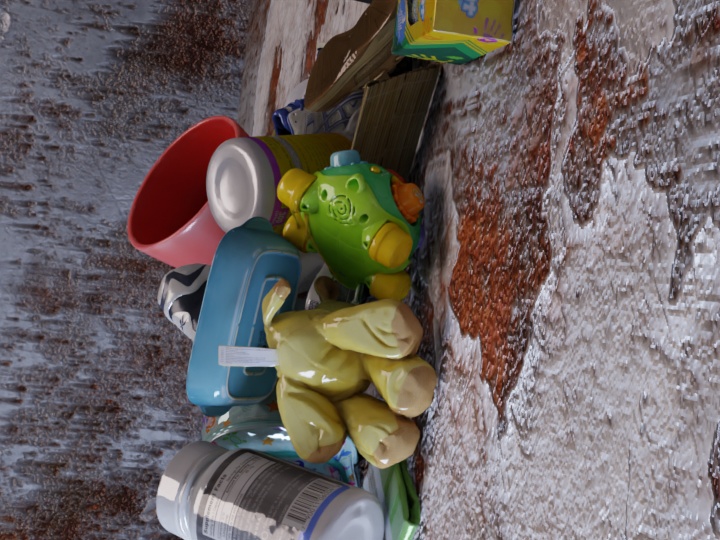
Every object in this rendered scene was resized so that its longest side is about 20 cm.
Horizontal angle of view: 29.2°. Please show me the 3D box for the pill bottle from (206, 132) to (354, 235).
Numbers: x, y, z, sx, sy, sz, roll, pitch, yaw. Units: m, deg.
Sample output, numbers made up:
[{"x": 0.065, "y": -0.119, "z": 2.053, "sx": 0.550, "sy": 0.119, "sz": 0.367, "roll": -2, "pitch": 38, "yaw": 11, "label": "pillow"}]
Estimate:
[{"x": -0.056, "y": -0.093, "z": 1.461, "sx": 0.104, "sy": 0.200, "sz": 0.104, "roll": 11, "pitch": 104, "yaw": 49, "label": "pill bottle"}]

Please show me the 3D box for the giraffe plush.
[{"x": -0.015, "y": 0.083, "z": 1.317, "sx": 0.162, "sy": 0.200, "sz": 0.173, "roll": -31, "pitch": -42, "yaw": -73, "label": "giraffe plush"}]

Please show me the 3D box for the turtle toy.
[{"x": 0.005, "y": -0.043, "z": 1.356, "sx": 0.101, "sy": 0.146, "sz": 0.200, "roll": -51, "pitch": -19, "yaw": -22, "label": "turtle toy"}]

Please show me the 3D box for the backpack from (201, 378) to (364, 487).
[{"x": -0.083, "y": 0.186, "z": 1.462, "sx": 0.200, "sy": 0.177, "sz": 0.151, "roll": 90, "pitch": -179, "yaw": -53, "label": "backpack"}]

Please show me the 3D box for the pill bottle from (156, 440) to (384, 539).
[{"x": -0.088, "y": 0.233, "z": 1.301, "sx": 0.114, "sy": 0.200, "sz": 0.114, "roll": -27, "pitch": -56, "yaw": -49, "label": "pill bottle"}]

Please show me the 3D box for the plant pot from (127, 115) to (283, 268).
[{"x": -0.160, "y": -0.064, "z": 1.724, "sx": 0.200, "sy": 0.177, "sz": 0.201, "roll": -32, "pitch": 37, "yaw": 28, "label": "plant pot"}]

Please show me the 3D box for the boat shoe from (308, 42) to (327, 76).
[{"x": -0.030, "y": -0.254, "z": 1.767, "sx": 0.200, "sy": 0.075, "sz": 0.062, "roll": -179, "pitch": 97, "yaw": -80, "label": "boat shoe"}]

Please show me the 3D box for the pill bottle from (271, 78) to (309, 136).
[{"x": -0.047, "y": -0.174, "z": 1.712, "sx": 0.200, "sy": 0.112, "sz": 0.112, "roll": 126, "pitch": 148, "yaw": -70, "label": "pill bottle"}]

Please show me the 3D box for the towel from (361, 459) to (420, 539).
[{"x": 0.022, "y": 0.265, "z": 1.346, "sx": 0.149, "sy": 0.031, "sz": 0.200, "roll": -102, "pitch": 23, "yaw": -52, "label": "towel"}]

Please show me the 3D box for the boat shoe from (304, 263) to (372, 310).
[{"x": 0.000, "y": 0.000, "z": 1.498, "sx": 0.200, "sy": 0.068, "sz": 0.072, "roll": -61, "pitch": -20, "yaw": -56, "label": "boat shoe"}]

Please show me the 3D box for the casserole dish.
[{"x": -0.107, "y": 0.049, "z": 1.332, "sx": 0.121, "sy": 0.039, "sz": 0.200, "roll": 7, "pitch": -82, "yaw": -60, "label": "casserole dish"}]

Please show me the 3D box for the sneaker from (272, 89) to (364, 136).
[{"x": -0.049, "y": -0.172, "z": 1.554, "sx": 0.075, "sy": 0.088, "sz": 0.200, "roll": 5, "pitch": 66, "yaw": 61, "label": "sneaker"}]

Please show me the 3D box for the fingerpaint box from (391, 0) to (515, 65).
[{"x": 0.086, "y": -0.290, "z": 1.198, "sx": 0.167, "sy": 0.073, "sz": 0.200, "roll": -166, "pitch": 83, "yaw": -79, "label": "fingerpaint box"}]

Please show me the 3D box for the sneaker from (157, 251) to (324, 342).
[{"x": -0.101, "y": 0.043, "z": 1.457, "sx": 0.130, "sy": 0.199, "sz": 0.080, "roll": 56, "pitch": 139, "yaw": 34, "label": "sneaker"}]

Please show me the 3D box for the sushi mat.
[{"x": 0.023, "y": -0.119, "z": 1.404, "sx": 0.012, "sy": 0.096, "sz": 0.200, "roll": 47, "pitch": 139, "yaw": 32, "label": "sushi mat"}]

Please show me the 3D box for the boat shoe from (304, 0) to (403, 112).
[{"x": 0.008, "y": -0.219, "z": 1.451, "sx": 0.200, "sy": 0.064, "sz": 0.071, "roll": -36, "pitch": 43, "yaw": 50, "label": "boat shoe"}]

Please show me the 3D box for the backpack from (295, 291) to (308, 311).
[{"x": -0.077, "y": 0.050, "z": 1.603, "sx": 0.127, "sy": 0.167, "sz": 0.200, "roll": 64, "pitch": 176, "yaw": -38, "label": "backpack"}]

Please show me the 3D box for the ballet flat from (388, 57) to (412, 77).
[{"x": 0.025, "y": -0.208, "z": 1.502, "sx": 0.066, "sy": 0.057, "sz": 0.200, "roll": 110, "pitch": 163, "yaw": -47, "label": "ballet flat"}]

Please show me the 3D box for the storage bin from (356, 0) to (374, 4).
[{"x": 0.019, "y": -0.371, "z": 1.431, "sx": 0.146, "sy": 0.134, "sz": 0.200, "roll": 120, "pitch": 154, "yaw": -64, "label": "storage bin"}]
